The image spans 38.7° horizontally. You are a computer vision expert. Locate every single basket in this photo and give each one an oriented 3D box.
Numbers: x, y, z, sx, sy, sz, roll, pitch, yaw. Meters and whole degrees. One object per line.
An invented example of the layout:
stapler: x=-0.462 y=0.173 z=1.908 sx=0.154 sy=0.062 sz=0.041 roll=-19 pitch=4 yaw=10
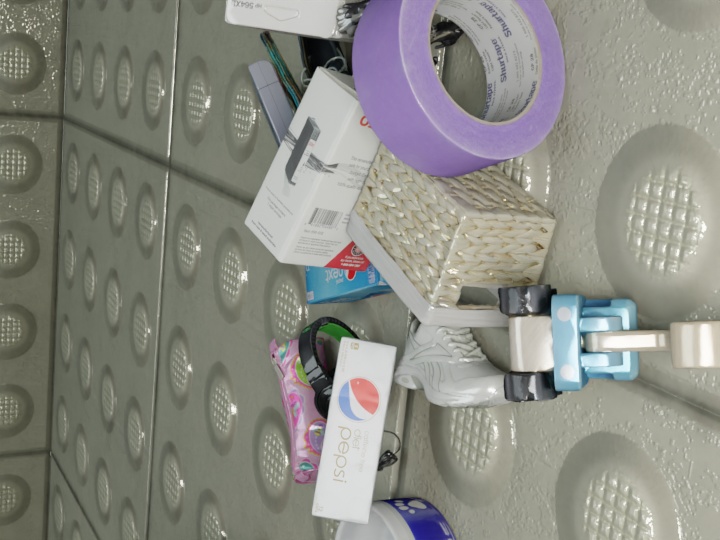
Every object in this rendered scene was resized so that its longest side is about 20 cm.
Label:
basket: x=0.091 y=-0.046 z=1.064 sx=0.200 sy=0.134 sz=0.125 roll=50 pitch=130 yaw=49

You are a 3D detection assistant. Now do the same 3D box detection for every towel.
towel: x=-0.087 y=-0.225 z=1.429 sx=0.148 sy=0.021 sz=0.201 roll=68 pitch=176 yaw=-50

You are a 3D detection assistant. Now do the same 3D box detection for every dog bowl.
dog bowl: x=0.044 y=0.374 z=1.216 sx=0.199 sy=0.078 sz=0.204 roll=2 pitch=92 yaw=62

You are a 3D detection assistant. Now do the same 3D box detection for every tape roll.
tape roll: x=0.096 y=-0.196 z=0.980 sx=0.085 sy=0.197 sz=0.204 roll=-13 pitch=79 yaw=58

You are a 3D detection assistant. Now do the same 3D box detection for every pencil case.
pencil case: x=-0.074 y=0.191 z=1.427 sx=0.087 sy=0.086 sz=0.203 roll=-43 pitch=54 yaw=53

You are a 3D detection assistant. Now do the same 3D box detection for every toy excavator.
toy excavator: x=0.218 y=0.058 z=0.877 sx=0.194 sy=0.196 sz=0.102 roll=9 pitch=-102 yaw=-74

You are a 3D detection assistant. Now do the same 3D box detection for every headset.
headset: x=-0.017 y=0.158 z=1.282 sx=0.094 sy=0.123 sz=0.202 roll=-36 pitch=80 yaw=28

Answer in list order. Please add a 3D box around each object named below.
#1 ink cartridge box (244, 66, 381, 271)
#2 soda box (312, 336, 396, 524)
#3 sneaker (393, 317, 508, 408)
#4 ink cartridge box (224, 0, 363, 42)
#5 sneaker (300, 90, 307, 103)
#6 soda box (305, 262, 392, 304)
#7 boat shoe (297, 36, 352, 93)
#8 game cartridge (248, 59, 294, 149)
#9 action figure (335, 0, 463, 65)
ink cartridge box: x=-0.019 y=-0.109 z=1.143 sx=0.084 sy=0.143 sz=0.202 roll=44 pitch=115 yaw=36
soda box: x=-0.007 y=0.183 z=1.179 sx=0.064 sy=0.067 sz=0.204 roll=95 pitch=-176 yaw=-82
sneaker: x=0.098 y=0.092 z=1.116 sx=0.199 sy=0.077 sz=0.101 roll=12 pitch=98 yaw=60
ink cartridge box: x=-0.054 y=-0.320 z=1.217 sx=0.144 sy=0.200 sz=0.086 roll=11 pitch=102 yaw=15
sneaker: x=-0.040 y=-0.129 z=1.279 sx=0.080 sy=0.076 sz=0.204 roll=165 pitch=102 yaw=-77
soda box: x=0.000 y=0.000 z=1.301 sx=0.199 sy=0.067 sz=0.065 roll=-15 pitch=77 yaw=61
boat shoe: x=-0.042 y=-0.260 z=1.368 sx=0.074 sy=0.061 sz=0.203 roll=-28 pitch=61 yaw=29
game cartridge: x=-0.100 y=-0.184 z=1.415 sx=0.133 sy=0.041 sz=0.203 roll=118 pitch=130 yaw=-80
action figure: x=0.039 y=-0.246 z=1.090 sx=0.101 sy=0.200 sz=0.120 roll=-25 pitch=100 yaw=34
